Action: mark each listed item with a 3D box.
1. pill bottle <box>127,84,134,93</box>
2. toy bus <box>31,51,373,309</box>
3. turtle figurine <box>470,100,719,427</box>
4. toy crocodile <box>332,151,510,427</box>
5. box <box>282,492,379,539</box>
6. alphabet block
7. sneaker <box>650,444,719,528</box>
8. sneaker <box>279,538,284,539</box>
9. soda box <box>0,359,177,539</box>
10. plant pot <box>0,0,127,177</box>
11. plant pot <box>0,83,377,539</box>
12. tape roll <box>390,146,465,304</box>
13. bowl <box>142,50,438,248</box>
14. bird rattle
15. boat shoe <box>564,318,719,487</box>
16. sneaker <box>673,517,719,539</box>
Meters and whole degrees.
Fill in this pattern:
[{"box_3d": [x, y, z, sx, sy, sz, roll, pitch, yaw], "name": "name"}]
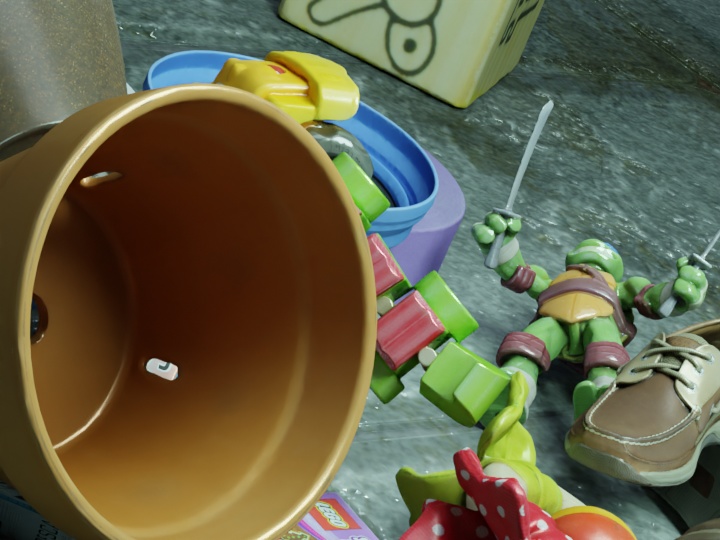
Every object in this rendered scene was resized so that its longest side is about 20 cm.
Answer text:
[{"box_3d": [-0.222, -0.061, 1.295, 0.113, 0.113, 0.200, 36, 26, 27], "name": "pill bottle"}, {"box_3d": [-0.106, -0.029, 1.230, 0.191, 0.201, 0.136, 8, 13, -20], "name": "toy bus"}, {"box_3d": [0.140, 0.006, 1.410, 0.144, 0.200, 0.194, 31, 41, -8], "name": "turtle figurine"}, {"box_3d": [0.000, 0.000, 1.134, 0.200, 0.067, 0.062, 52, -1, 14], "name": "toy crocodile"}, {"box_3d": [-0.015, 0.183, 1.063, 0.136, 0.039, 0.200, 1, 32, -42], "name": "box"}, {"box_3d": [0.070, -0.287, 1.938, 0.195, 0.201, 0.196, 29, 24, 10], "name": "alphabet block"}, {"box_3d": [0.253, 0.136, 1.367, 0.106, 0.075, 0.200, 5, 29, -31], "name": "sneaker"}, {"box_3d": [0.000, 0.175, 0.983, 0.199, 0.074, 0.087, 9, 37, -13], "name": "sneaker"}, {"box_3d": [-0.121, 0.041, 1.099, 0.068, 0.064, 0.201, 22, 62, -2], "name": "soda box"}, {"box_3d": [-0.193, -0.104, 1.108, 0.186, 0.187, 0.200, 3, 41, -39], "name": "plant pot"}, {"box_3d": [-0.110, 0.023, 0.965, 0.140, 0.201, 0.200, 0, 2, 44], "name": "plant pot"}, {"box_3d": [-0.031, -0.054, 1.520, 0.199, 0.066, 0.200, 20, 23, -9], "name": "tape roll"}, {"box_3d": [-0.048, -0.076, 1.420, 0.200, 0.040, 0.201, 20, 24, -9], "name": "bowl"}, {"box_3d": [0.099, 0.135, 1.134, 0.163, 0.113, 0.200, 34, 3, -10], "name": "bird rattle"}, {"box_3d": [0.176, 0.070, 1.281, 0.075, 0.072, 0.200, 19, 19, 22], "name": "boat shoe"}, {"box_3d": [0.204, 0.149, 1.170, 0.070, 0.076, 0.200, 37, -14, 10], "name": "sneaker"}]
